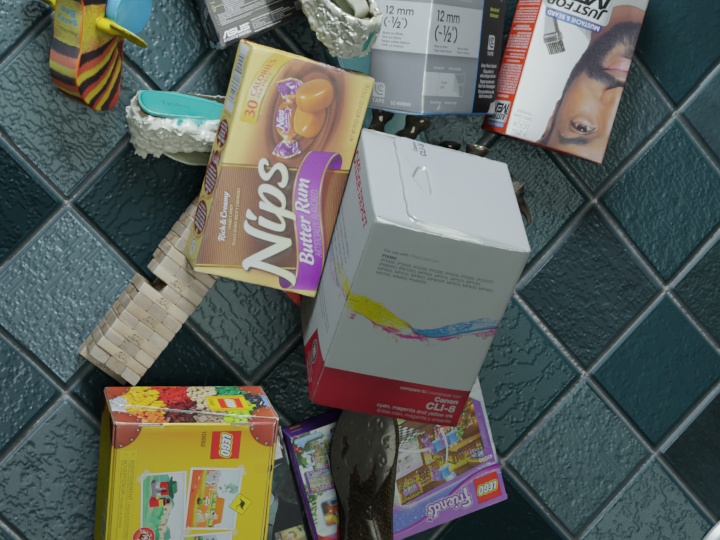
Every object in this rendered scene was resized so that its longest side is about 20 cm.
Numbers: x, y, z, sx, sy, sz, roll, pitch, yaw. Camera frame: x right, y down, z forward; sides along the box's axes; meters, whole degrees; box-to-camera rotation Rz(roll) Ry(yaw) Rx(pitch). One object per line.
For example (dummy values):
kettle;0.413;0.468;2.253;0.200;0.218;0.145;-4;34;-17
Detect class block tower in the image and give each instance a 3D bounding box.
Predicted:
block tower;-0.173;0.013;1.351;0.054;0.058;0.201;38;88;-18

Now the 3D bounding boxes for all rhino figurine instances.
rhino figurine;0.084;-0.078;1.395;0.198;0.060;0.089;22;84;-30

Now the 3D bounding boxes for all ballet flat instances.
ballet flat;0.008;0.213;1.407;0.066;0.046;0.203;-1;95;15
ballet flat;-0.039;-0.276;1.257;0.071;0.072;0.201;-33;91;-9
ballet flat;-0.117;-0.125;1.350;0.197;0.072;0.073;5;98;-15

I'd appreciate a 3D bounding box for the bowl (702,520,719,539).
bowl;0.452;0.352;1.579;0.198;0.090;0.204;-3;100;-17

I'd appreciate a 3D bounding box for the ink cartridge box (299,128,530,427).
ink cartridge box;0.043;0.006;1.303;0.143;0.146;0.202;11;124;-13

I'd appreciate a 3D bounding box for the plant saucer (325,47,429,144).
plant saucer;0.031;-0.127;1.411;0.069;0.019;0.202;-23;106;-12

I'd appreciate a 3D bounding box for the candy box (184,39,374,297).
candy box;-0.073;-0.088;1.299;0.115;0.056;0.203;13;100;-19

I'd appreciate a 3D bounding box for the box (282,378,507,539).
box;0.035;0.189;1.451;0.198;0.039;0.139;-18;103;-14

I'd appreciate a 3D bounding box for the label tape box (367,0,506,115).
label tape box;0.075;-0.243;1.341;0.143;0.065;0.203;-9;108;-57

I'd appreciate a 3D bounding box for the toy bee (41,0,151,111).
toy bee;-0.237;-0.238;1.261;0.108;0.130;0.203;-8;98;-57

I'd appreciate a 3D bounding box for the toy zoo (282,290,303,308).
toy zoo;0.000;0.000;1.411;0.131;0.020;0.200;-45;108;3

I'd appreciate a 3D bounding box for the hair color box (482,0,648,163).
hair color box;0.202;-0.216;1.425;0.110;0.064;0.203;14;96;-19

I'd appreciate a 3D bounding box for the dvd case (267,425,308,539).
dvd case;-0.122;0.262;1.425;0.144;0.022;0.203;-17;104;-14

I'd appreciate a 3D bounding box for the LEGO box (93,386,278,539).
LEGO box;-0.161;0.211;1.337;0.147;0.077;0.203;2;108;-18

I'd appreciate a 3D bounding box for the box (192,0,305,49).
box;-0.069;-0.308;1.334;0.198;0.050;0.159;-24;104;-12
